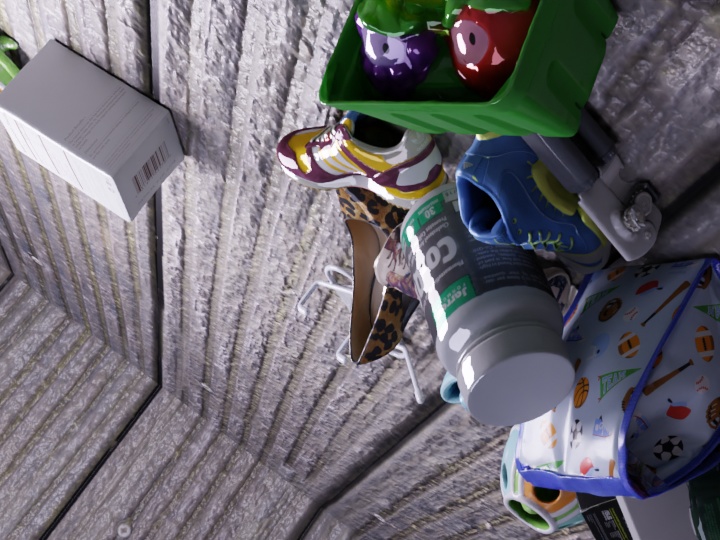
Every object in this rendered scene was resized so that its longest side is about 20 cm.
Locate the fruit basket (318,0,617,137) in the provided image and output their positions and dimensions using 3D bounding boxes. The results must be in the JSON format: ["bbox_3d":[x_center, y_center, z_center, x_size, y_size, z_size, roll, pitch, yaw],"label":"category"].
[{"bbox_3d":[0.045,-0.184,0.762,0.213,0.157,0.216,21,171,4],"label":"fruit basket"}]

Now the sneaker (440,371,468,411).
[{"bbox_3d":[0.161,0.135,1.342,0.074,0.082,0.200,41,160,-14],"label":"sneaker"}]

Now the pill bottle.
[{"bbox_3d":[0.110,0.026,1.002,0.113,0.112,0.201,58,-170,-46],"label":"pill bottle"}]

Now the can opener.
[{"bbox_3d":[0.163,-0.085,0.890,0.200,0.053,0.066,47,159,-24],"label":"can opener"}]

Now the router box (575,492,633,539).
[{"bbox_3d":[0.320,0.252,1.234,0.148,0.063,0.201,-20,136,12],"label":"router box"}]

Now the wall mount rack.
[{"bbox_3d":[0.013,0.086,1.497,0.173,0.075,0.201,18,154,43],"label":"wall mount rack"}]

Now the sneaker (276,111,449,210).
[{"bbox_3d":[-0.007,-0.123,1.088,0.198,0.075,0.091,14,143,35],"label":"sneaker"}]

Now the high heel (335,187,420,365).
[{"bbox_3d":[0.000,0.000,1.225,0.071,0.143,0.200,14,150,48],"label":"high heel"}]

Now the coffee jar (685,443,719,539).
[{"bbox_3d":[0.369,0.174,0.929,0.198,0.104,0.086,-14,93,24],"label":"coffee jar"}]

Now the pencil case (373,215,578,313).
[{"bbox_3d":[0.113,0.008,1.148,0.199,0.089,0.079,22,129,36],"label":"pencil case"}]

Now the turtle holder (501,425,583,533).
[{"bbox_3d":[0.221,0.233,1.360,0.141,0.132,0.185,42,160,-15],"label":"turtle holder"}]

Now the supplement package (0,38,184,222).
[{"bbox_3d":[-0.341,-0.176,1.457,0.199,0.117,0.118,32,160,16],"label":"supplement package"}]

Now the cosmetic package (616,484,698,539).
[{"bbox_3d":[0.293,0.204,1.089,0.090,0.106,0.201,63,-173,-50],"label":"cosmetic package"}]

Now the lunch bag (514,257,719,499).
[{"bbox_3d":[0.230,0.103,0.977,0.124,0.201,0.170,42,159,-15],"label":"lunch bag"}]

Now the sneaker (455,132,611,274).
[{"bbox_3d":[0.133,-0.044,0.953,0.075,0.105,0.200,12,148,50],"label":"sneaker"}]

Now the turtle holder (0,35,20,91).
[{"bbox_3d":[-0.555,-0.275,1.583,0.185,0.132,0.141,39,161,-6],"label":"turtle holder"}]
